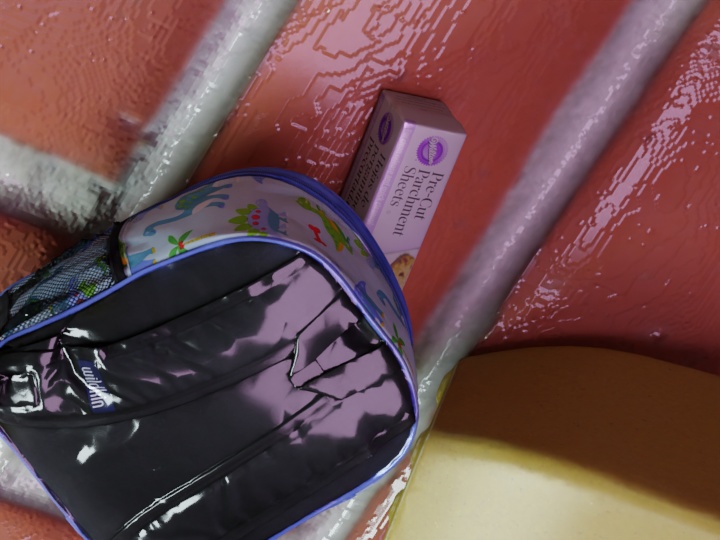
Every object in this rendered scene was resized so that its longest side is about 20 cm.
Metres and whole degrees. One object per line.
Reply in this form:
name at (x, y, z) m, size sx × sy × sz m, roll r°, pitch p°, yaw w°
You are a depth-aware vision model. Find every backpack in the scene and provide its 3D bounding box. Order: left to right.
backpack at (-0.074, 0.043, 1.537) m, size 0.200 × 0.147 × 0.183 m, roll -27°, pitch 114°, yaw 17°

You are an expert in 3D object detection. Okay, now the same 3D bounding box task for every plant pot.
plant pot at (0.115, 0.151, 1.656) m, size 0.199 × 0.194 × 0.196 m, roll 23°, pitch 114°, yaw 2°

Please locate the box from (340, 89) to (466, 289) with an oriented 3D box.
box at (0.000, 0.000, 1.618) m, size 0.041 × 0.039 × 0.201 m, roll 11°, pitch 116°, yaw -26°
